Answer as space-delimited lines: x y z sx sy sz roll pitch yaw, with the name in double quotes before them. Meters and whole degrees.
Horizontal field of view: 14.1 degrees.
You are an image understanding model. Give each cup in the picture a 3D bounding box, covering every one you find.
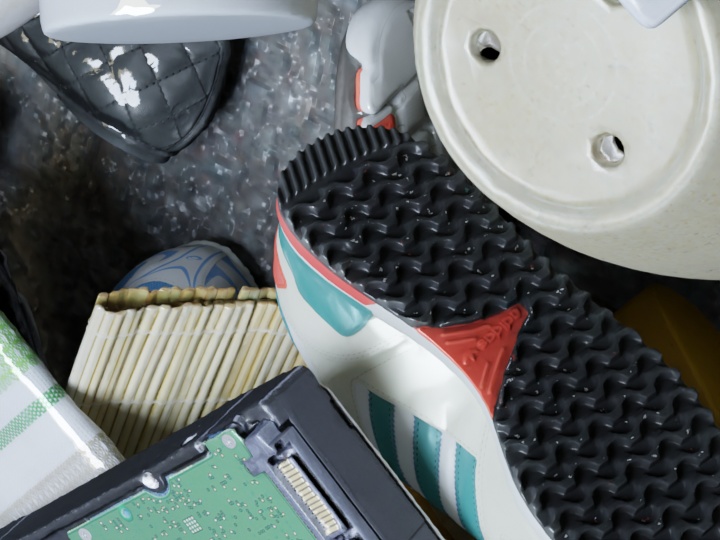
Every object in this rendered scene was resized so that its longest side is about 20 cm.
"cup" 0.095 -0.080 0.885 0.200 0.143 0.201 12 113 31

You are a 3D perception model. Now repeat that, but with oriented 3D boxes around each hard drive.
"hard drive" -0.042 0.121 0.931 0.140 0.038 0.200 52 138 -6

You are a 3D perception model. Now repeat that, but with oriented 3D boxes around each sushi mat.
"sushi mat" -0.068 0.068 1.030 0.200 0.096 0.012 114 151 -49

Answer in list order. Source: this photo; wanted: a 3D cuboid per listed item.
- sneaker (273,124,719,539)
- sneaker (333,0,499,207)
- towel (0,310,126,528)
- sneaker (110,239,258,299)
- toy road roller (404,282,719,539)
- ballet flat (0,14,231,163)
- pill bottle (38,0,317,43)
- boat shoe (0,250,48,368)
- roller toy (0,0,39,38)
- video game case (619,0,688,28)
"sneaker" 0.043 0.049 0.909 0.200 0.070 0.093 47 154 17
"sneaker" 0.000 0.000 1.025 0.082 0.077 0.200 10 112 38
"towel" -0.144 0.069 1.018 0.200 0.031 0.149 49 142 0
"sneaker" -0.088 0.081 1.115 0.072 0.072 0.200 26 121 23
"toy road roller" 0.111 0.118 0.962 0.123 0.146 0.200 -39 53 18
"ballet flat" -0.130 -0.115 1.087 0.200 0.066 0.057 37 106 12
"pill bottle" -0.059 -0.170 0.850 0.111 0.111 0.200 -3 90 35
"boat shoe" -0.144 0.084 1.102 0.068 0.072 0.200 -148 54 -63
"roller toy" -0.134 -0.171 0.973 0.140 0.200 0.182 36 109 -26
"video game case" 0.083 -0.198 0.770 0.182 0.023 0.200 -40 95 9
